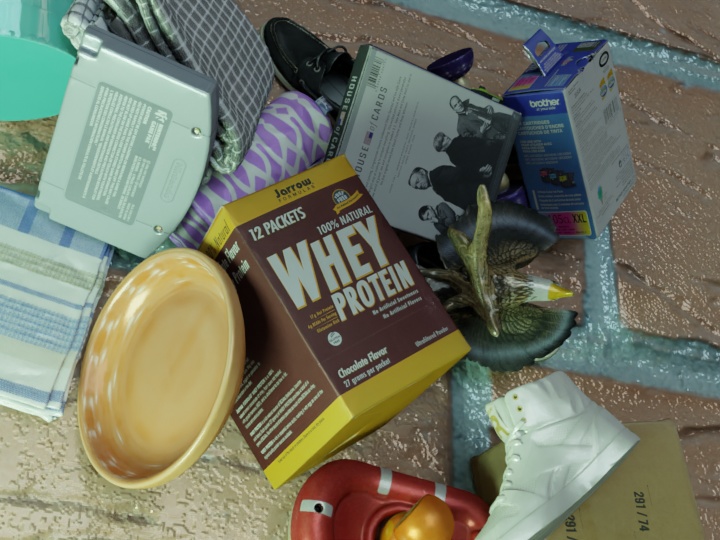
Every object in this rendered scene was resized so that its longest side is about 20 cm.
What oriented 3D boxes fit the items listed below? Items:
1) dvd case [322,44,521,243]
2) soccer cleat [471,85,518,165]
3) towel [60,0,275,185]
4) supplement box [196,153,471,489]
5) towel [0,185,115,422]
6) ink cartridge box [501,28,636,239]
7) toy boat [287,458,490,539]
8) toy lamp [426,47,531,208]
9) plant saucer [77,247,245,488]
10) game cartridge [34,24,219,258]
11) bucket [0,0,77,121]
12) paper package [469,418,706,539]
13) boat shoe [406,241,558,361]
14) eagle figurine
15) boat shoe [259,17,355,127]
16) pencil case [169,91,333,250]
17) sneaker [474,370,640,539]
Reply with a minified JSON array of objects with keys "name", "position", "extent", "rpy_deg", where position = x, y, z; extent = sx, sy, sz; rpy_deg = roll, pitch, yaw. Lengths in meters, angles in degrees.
[{"name":"dvd case","position":[0.058,-0.110,1.155],"extent":[0.199,0.025,0.151],"rpy_deg":[17,91,-36]},{"name":"soccer cleat","position":[0.135,-0.153,1.319],"extent":[0.199,0.067,0.082],"rpy_deg":[6,72,-22]},{"name":"towel","position":[-0.158,-0.200,1.084],"extent":[0.201,0.085,0.166],"rpy_deg":[57,28,-30]},{"name":"supplement box","position":[-0.045,0.048,1.056],"extent":[0.132,0.197,0.201],"rpy_deg":[-26,77,-32]},{"name":"towel","position":[-0.304,0.022,1.060],"extent":[0.146,0.024,0.201],"rpy_deg":[19,57,-12]},{"name":"ink cartridge box","position":[0.220,-0.152,1.272],"extent":[0.136,0.076,0.201],"rpy_deg":[-46,128,-47]},{"name":"toy boat","position":[0.039,0.228,1.038],"extent":[0.199,0.131,0.131],"rpy_deg":[16,59,-9]},{"name":"toy lamp","position":[0.129,-0.130,1.268],"extent":[0.058,0.058,0.201],"rpy_deg":[-34,108,-33]},{"name":"plant saucer","position":[-0.161,0.082,1.003],"extent":[0.037,0.199,0.202],"rpy_deg":[24,53,-43]},{"name":"game cartridge","position":[-0.197,-0.103,1.042],"extent":[0.133,0.201,0.041],"rpy_deg":[26,40,-6]},{"name":"bucket","position":[-0.326,-0.229,1.074],"extent":[0.206,0.207,0.136],"rpy_deg":[4,72,-22]},{"name":"paper package","position":[0.217,0.249,1.127],"extent":[0.189,0.104,0.201],"rpy_deg":[0,66,-22]},{"name":"boat shoe","position":[0.120,0.032,1.219],"extent":[0.199,0.062,0.075],"rpy_deg":[29,55,-10]},{"name":"eagle figurine","position":[0.128,0.015,1.127],"extent":[0.151,0.200,0.152],"rpy_deg":[37,100,13]},{"name":"boat shoe","position":[-0.026,-0.199,1.267],"extent":[0.074,0.066,0.200],"rpy_deg":[-32,81,-35]},{"name":"pencil case","position":[-0.107,-0.092,1.171],"extent":[0.086,0.084,0.200],"rpy_deg":[51,58,-7]},{"name":"sneaker","position":[0.135,0.171,1.044],"extent":[0.200,0.074,0.116],"rpy_deg":[-36,70,-28]}]
